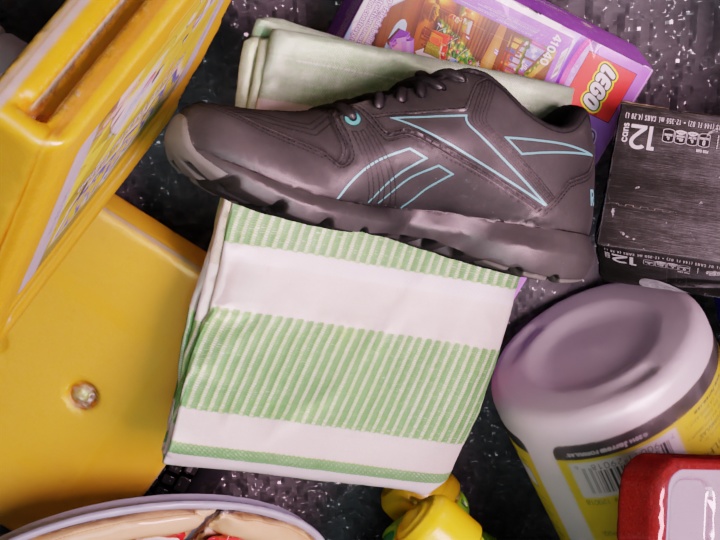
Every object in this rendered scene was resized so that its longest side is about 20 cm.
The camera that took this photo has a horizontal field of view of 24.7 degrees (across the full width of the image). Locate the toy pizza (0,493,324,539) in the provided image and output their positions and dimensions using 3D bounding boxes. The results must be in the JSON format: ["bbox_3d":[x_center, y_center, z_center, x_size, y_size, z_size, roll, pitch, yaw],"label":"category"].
[{"bbox_3d":[-0.111,0.168,0.815,0.199,0.032,0.200,-10,148,-6],"label":"toy pizza"}]

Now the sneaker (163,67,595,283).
[{"bbox_3d":[0.014,-0.049,0.679,0.199,0.075,0.080,12,93,-30],"label":"sneaker"}]

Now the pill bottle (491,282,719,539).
[{"bbox_3d":[0.151,0.114,0.829,0.111,0.111,0.200,-24,117,5],"label":"pill bottle"}]

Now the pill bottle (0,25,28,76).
[{"bbox_3d":[-0.225,-0.093,0.650,0.200,0.113,0.114,32,110,-4],"label":"pill bottle"}]

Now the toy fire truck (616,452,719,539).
[{"bbox_3d":[0.194,0.165,0.747,0.199,0.112,0.169,5,88,-34],"label":"toy fire truck"}]

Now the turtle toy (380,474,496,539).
[{"bbox_3d":[0.053,0.184,0.806,0.146,0.200,0.101,42,94,-7],"label":"turtle toy"}]

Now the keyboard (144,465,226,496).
[{"bbox_3d":[-0.131,0.092,0.834,0.127,0.021,0.200,24,111,-18],"label":"keyboard"}]

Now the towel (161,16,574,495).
[{"bbox_3d":[0.000,0.000,0.733,0.152,0.023,0.201,10,103,-20],"label":"towel"}]

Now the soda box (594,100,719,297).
[{"bbox_3d":[0.207,-0.019,0.725,0.199,0.063,0.071,9,77,12],"label":"soda box"}]

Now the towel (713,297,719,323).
[{"bbox_3d":[0.265,-0.006,0.769,0.199,0.148,0.050,-13,157,3],"label":"towel"}]

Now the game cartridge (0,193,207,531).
[{"bbox_3d":[-0.166,0.026,0.769,0.200,0.032,0.176,34,113,-8],"label":"game cartridge"}]

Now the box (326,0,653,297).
[{"bbox_3d":[0.026,-0.043,0.774,0.136,0.039,0.200,24,111,-17],"label":"box"}]

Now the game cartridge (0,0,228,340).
[{"bbox_3d":[-0.097,-0.059,0.616,0.032,0.177,0.200,33,146,-2],"label":"game cartridge"}]
